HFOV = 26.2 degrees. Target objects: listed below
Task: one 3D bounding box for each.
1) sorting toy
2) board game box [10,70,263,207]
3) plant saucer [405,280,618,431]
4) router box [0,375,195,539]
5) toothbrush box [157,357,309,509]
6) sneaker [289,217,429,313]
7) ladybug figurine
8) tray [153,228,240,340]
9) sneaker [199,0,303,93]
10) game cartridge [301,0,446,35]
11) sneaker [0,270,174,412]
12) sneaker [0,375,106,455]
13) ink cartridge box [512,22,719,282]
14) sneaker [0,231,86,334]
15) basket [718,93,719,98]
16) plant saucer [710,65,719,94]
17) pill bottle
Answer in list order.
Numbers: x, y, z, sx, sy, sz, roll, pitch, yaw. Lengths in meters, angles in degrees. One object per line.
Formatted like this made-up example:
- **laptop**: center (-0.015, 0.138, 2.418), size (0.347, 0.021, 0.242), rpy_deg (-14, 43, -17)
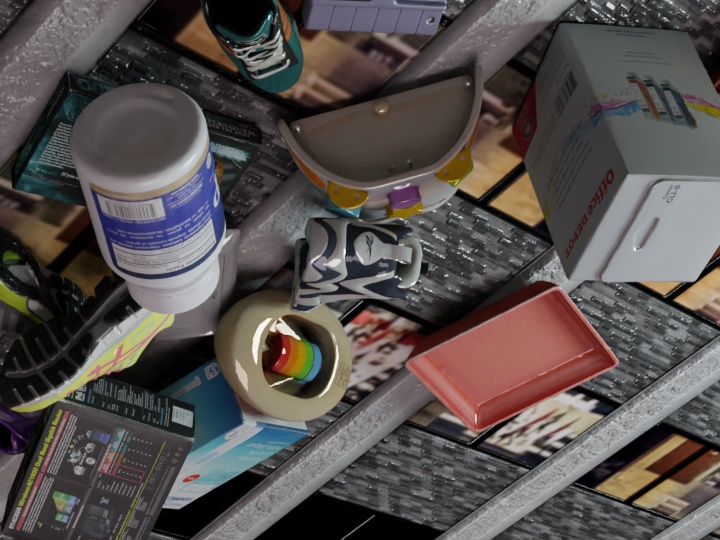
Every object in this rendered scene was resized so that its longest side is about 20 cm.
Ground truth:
- **sorting toy**: center (0.036, -0.093, 1.499), size (0.197, 0.108, 0.180), rpy_deg (-15, 161, 0)
- **board game box**: center (-0.206, -0.105, 1.435), size (0.198, 0.028, 0.136), rpy_deg (14, 133, -31)
- **plant saucer**: center (0.174, 0.095, 1.793), size (0.198, 0.037, 0.200), rpy_deg (-28, 140, 15)
- **router box**: center (-0.274, 0.208, 1.613), size (0.148, 0.062, 0.201), rpy_deg (19, 120, -16)
- **toothbrush box**: center (-0.182, 0.185, 1.728), size (0.199, 0.086, 0.146), rpy_deg (-30, 158, 19)
- **sneaker**: center (0.000, 0.000, 1.540), size (0.128, 0.081, 0.199), rpy_deg (7, 160, -7)
- **ladybug figurine**: center (-0.086, 0.090, 1.653), size (0.071, 0.137, 0.199), rpy_deg (6, 164, 41)
- **tray**: center (-0.178, 0.022, 1.583), size (0.106, 0.022, 0.201), rpy_deg (-7, 150, -11)
- **sneaker**: center (-0.096, -0.206, 1.303), size (0.071, 0.081, 0.201), rpy_deg (-20, 142, 7)
- **game cartridge**: center (0.028, -0.281, 1.294), size (0.128, 0.039, 0.201), rpy_deg (-4, 141, -20)
- **sneaker**: center (-0.259, 0.079, 1.509), size (0.199, 0.078, 0.091), rpy_deg (-35, 148, -4)
- **sneaker**: center (-0.352, 0.158, 1.665), size (0.197, 0.089, 0.081), rpy_deg (1, 138, -22)
- **ink cartridge box**: center (0.251, -0.108, 1.445), size (0.143, 0.202, 0.146), rpy_deg (2, 140, -20)
- **sneaker**: center (-0.338, 0.035, 1.543), size (0.080, 0.075, 0.200), rpy_deg (-18, 138, 21)
- **basket**: center (0.445, -0.104, 1.512), size (0.123, 0.137, 0.199), rpy_deg (-34, 139, 20)
- **plant saucer**: center (0.446, -0.207, 1.523), size (0.198, 0.037, 0.200), rpy_deg (11, 135, -29)
- **pill bottle**: center (-0.182, -0.057, 1.381), size (0.118, 0.121, 0.201), rpy_deg (-11, 142, -5)
